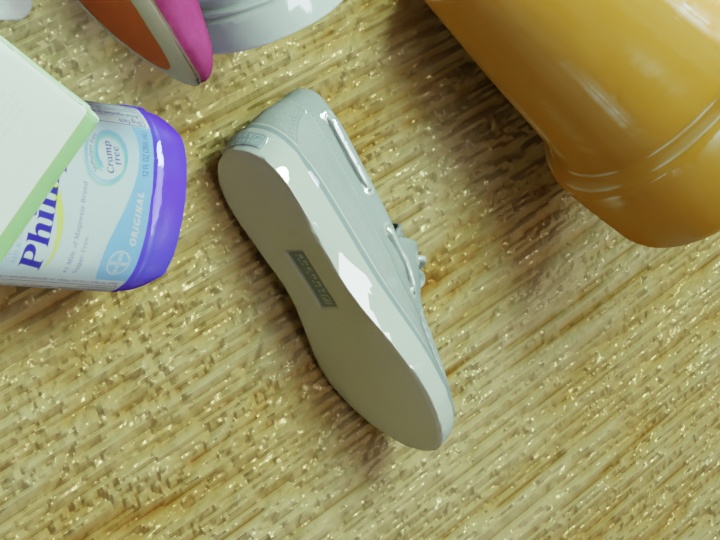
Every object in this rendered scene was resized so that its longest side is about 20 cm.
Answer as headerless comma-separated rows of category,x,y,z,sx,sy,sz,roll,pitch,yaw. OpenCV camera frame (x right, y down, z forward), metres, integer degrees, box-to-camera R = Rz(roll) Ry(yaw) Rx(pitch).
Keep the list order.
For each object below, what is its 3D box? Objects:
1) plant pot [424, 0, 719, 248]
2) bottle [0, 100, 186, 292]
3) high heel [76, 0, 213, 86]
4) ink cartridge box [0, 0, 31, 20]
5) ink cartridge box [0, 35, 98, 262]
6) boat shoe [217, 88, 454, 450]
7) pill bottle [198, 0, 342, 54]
plant pot,0.135,-0.144,1.090,0.183,0.200,0.201,33,69,-25
bottle,-0.164,-0.037,0.863,0.199,0.065,0.084,6,94,-46
high heel,-0.094,-0.173,0.826,0.096,0.067,0.201,-45,122,-23
ink cartridge box,-0.225,-0.149,0.790,0.199,0.068,0.116,-7,98,-45
ink cartridge box,-0.208,-0.053,0.743,0.200,0.048,0.146,39,83,-38
boat shoe,0.000,0.000,1.040,0.069,0.072,0.201,-49,116,-32
pill bottle,-0.073,-0.202,0.910,0.112,0.112,0.201,-42,121,-35
